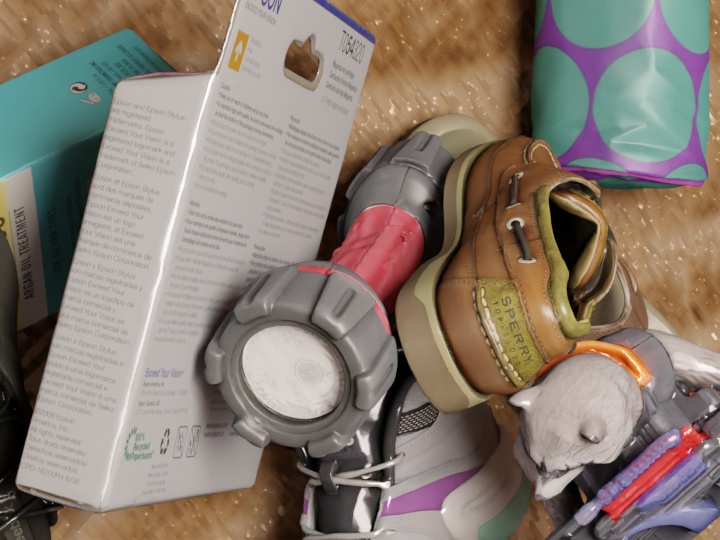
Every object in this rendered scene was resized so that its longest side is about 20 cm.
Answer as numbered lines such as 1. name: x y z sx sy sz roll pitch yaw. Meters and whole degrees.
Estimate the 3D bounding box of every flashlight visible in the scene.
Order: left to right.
1. flashlight: 0.000 0.000 0.888 0.068 0.068 0.200 58 27 -14

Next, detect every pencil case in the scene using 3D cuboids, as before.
1. pencil case: 0.119 -0.137 1.012 0.085 0.092 0.201 2 92 12

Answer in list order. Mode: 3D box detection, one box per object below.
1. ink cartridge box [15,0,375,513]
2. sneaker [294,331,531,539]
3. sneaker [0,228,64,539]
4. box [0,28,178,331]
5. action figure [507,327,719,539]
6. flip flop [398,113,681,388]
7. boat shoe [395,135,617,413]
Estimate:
1. ink cartridge box: -0.057 -0.012 0.854 0.043 0.196 0.201 14 90 13
2. sneaker: -0.008 0.094 0.921 0.200 0.078 0.140 -57 131 -46
3. sneaker: -0.143 0.057 0.814 0.076 0.091 0.200 -25 139 -27
4. box: -0.155 -0.013 0.855 0.200 0.049 0.082 -29 141 -26
5. action figure: 0.091 0.089 0.920 0.200 0.105 0.194 -39 155 0
6. flip flop: 0.090 0.009 1.015 0.081 0.058 0.200 -48 113 -20
7. boat shoe: 0.071 -0.005 0.892 0.072 0.068 0.200 61 22 -19
